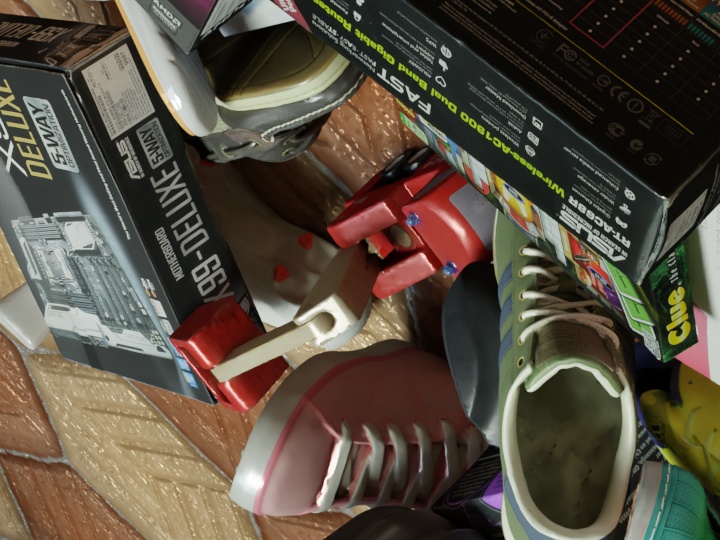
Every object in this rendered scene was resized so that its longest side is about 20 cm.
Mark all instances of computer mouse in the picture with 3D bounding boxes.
[{"bbox_3d":[0.087,0.090,1.201,0.034,0.059,0.201,-22,87,34],"label":"computer mouse"}]

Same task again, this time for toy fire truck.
[{"bbox_3d":[0.000,0.000,1.288,0.049,0.141,0.200,51,155,-11],"label":"toy fire truck"}]

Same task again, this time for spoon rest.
[{"bbox_3d":[-0.174,-0.028,1.638,0.099,0.061,0.200,43,141,6],"label":"spoon rest"}]

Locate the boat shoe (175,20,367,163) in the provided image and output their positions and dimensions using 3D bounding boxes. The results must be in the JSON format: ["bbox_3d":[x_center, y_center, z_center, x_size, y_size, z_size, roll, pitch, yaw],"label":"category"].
[{"bbox_3d":[-0.042,-0.089,1.321,0.065,0.073,0.200,47,163,-20],"label":"boat shoe"}]

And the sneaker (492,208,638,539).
[{"bbox_3d":[0.092,0.031,1.140,0.067,0.202,0.090,2,176,-2],"label":"sneaker"}]

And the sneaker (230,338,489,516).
[{"bbox_3d":[0.019,0.092,1.373,0.104,0.200,0.076,27,111,20],"label":"sneaker"}]

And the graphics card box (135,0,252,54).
[{"bbox_3d":[-0.081,-0.189,1.156,0.125,0.051,0.200,46,156,2],"label":"graphics card box"}]

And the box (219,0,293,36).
[{"bbox_3d":[-0.042,-0.182,1.209,0.137,0.038,0.200,56,154,-17],"label":"box"}]

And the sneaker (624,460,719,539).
[{"bbox_3d":[0.156,0.154,1.165,0.079,0.072,0.201,5,141,16],"label":"sneaker"}]

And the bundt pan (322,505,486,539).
[{"bbox_3d":[0.052,0.195,1.322,0.202,0.076,0.202,39,158,19],"label":"bundt pan"}]

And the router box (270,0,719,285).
[{"bbox_3d":[0.079,-0.112,0.991,0.200,0.150,0.062,39,154,17],"label":"router box"}]

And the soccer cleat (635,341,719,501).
[{"bbox_3d":[0.161,0.081,1.149,0.083,0.065,0.200,18,-167,-16],"label":"soccer cleat"}]

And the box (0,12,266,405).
[{"bbox_3d":[-0.139,-0.036,1.403,0.157,0.050,0.201,13,132,52],"label":"box"}]

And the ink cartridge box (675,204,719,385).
[{"bbox_3d":[0.204,0.005,1.044,0.200,0.083,0.147,33,151,29],"label":"ink cartridge box"}]

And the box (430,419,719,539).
[{"bbox_3d":[0.152,0.151,1.311,0.200,0.106,0.122,50,157,-8],"label":"box"}]

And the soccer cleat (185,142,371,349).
[{"bbox_3d":[-0.079,-0.025,1.468,0.200,0.069,0.078,39,158,9],"label":"soccer cleat"}]

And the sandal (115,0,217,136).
[{"bbox_3d":[-0.132,-0.145,1.284,0.207,0.059,0.079,66,-172,24],"label":"sandal"}]

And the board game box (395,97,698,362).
[{"bbox_3d":[0.067,-0.055,1.092,0.200,0.023,0.105,45,156,43],"label":"board game box"}]
